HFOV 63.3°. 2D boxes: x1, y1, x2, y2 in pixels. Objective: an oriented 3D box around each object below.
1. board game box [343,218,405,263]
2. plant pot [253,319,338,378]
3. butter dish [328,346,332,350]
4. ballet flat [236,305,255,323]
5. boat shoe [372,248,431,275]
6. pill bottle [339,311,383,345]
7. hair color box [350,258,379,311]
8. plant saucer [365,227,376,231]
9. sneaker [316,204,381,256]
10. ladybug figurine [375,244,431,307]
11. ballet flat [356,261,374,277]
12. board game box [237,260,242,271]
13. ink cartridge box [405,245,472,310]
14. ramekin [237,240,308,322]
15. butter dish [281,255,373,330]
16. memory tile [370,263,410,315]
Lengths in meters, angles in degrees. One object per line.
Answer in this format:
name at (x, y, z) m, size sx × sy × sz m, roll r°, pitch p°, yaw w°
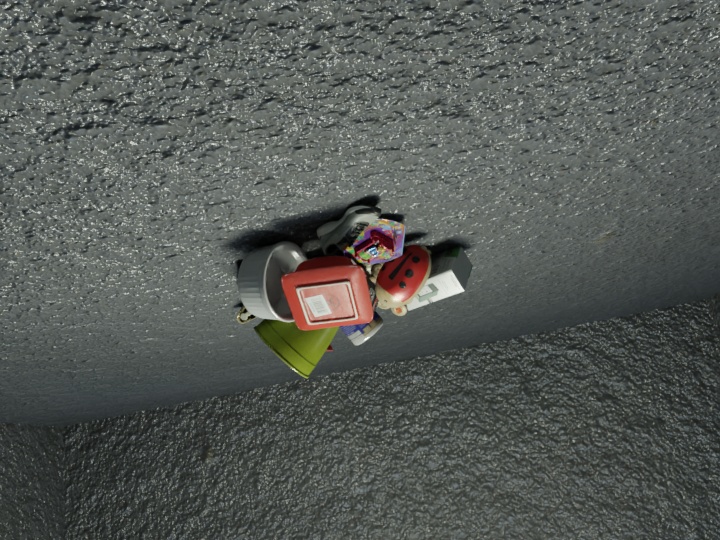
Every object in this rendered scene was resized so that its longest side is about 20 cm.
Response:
board game box at (0.035, -0.057, 1.498) m, size 0.158 × 0.039 × 0.200 m, roll -3°, pitch 148°, yaw -3°
plant pot at (-0.150, 0.150, 1.577) m, size 0.193 × 0.200 × 0.200 m, roll -48°, pitch 160°, yaw -4°
butter dish at (-0.146, 0.151, 1.913) m, size 0.148 × 0.199 × 0.200 m, roll -46°, pitch 159°, yaw 9°
ballet flat at (-0.329, 0.123, 1.861) m, size 0.069 × 0.070 × 0.200 m, roll 7°, pitch 154°, yaw -43°
boat shoe at (0.121, -0.005, 1.738) m, size 0.202 × 0.075 × 0.075 m, roll -18°, pitch 160°, yaw 22°
pill bottle at (-0.034, 0.120, 1.802) m, size 0.120 × 0.200 × 0.120 m, roll -40°, pitch -175°, yaw 4°
hair color box at (-0.020, 0.056, 1.605) m, size 0.061 × 0.102 × 0.200 m, roll 8°, pitch 156°, yaw 34°
plant saucer at (0.046, -0.081, 1.562) m, size 0.070 × 0.019 × 0.200 m, roll -18°, pitch 159°, yaw 21°
sneaker at (-0.022, -0.096, 1.387) m, size 0.074 × 0.079 × 0.200 m, roll 10°, pitch 151°, yaw -43°
ladybug figurine at (0.111, 0.010, 1.601) m, size 0.200 × 0.136 × 0.072 m, roll -55°, pitch 149°, yaw 5°
ballet flat at (0.000, 0.000, 1.682) m, size 0.068 × 0.075 × 0.200 m, roll -12°, pitch 163°, yaw -18°
board game box at (-0.276, 0.013, 1.643) m, size 0.135 × 0.028 × 0.200 m, roll -6°, pitch 161°, yaw -12°
ink cartridge box at (0.221, 0.023, 1.754) m, size 0.200 × 0.084 × 0.146 m, roll -23°, pitch -158°, yaw 33°
ramekin at (-0.215, 0.029, 1.465) m, size 0.098 × 0.201 × 0.200 m, roll -3°, pitch 168°, yaw 30°
butter dish at (-0.077, 0.032, 1.436) m, size 0.199 × 0.148 × 0.200 m, roll -8°, pitch 132°, yaw 6°
memory tile at (0.093, 0.040, 1.714) m, size 0.153 × 0.017 × 0.200 m, roll 26°, pitch 128°, yaw 4°
